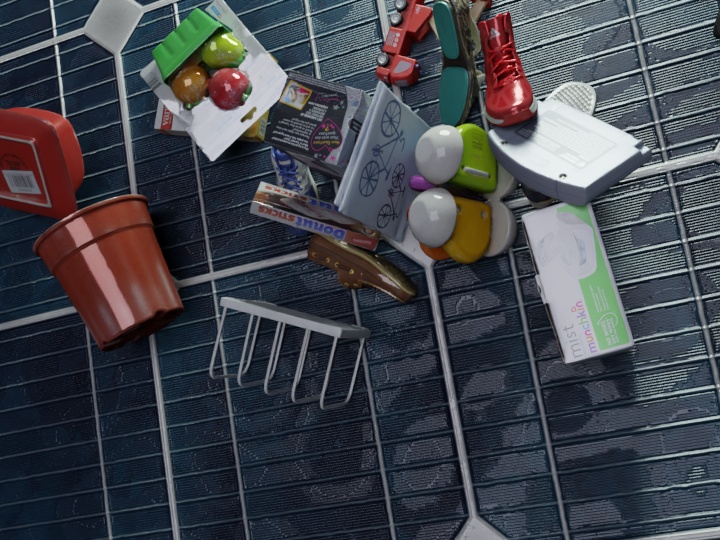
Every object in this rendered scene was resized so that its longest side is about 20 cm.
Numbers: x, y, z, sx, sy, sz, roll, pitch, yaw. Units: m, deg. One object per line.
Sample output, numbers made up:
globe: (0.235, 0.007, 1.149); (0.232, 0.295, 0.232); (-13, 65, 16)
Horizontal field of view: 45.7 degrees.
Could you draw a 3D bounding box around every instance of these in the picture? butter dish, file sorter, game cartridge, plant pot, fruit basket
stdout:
butter dish: (-0.559, -0.210, 1.492); (0.198, 0.148, 0.201); (11, 128, 18)
file sorter: (-0.107, 0.125, 1.299); (0.198, 0.139, 0.126); (13, 90, 19)
game cartridge: (0.266, -0.159, 1.134); (0.133, 0.042, 0.200); (-35, 42, -11)
plant pot: (-0.395, 0.012, 1.389); (0.200, 0.201, 0.197); (-29, 84, 13)
fruit basket: (-0.233, -0.310, 1.387); (0.185, 0.094, 0.200); (-42, 86, 7)

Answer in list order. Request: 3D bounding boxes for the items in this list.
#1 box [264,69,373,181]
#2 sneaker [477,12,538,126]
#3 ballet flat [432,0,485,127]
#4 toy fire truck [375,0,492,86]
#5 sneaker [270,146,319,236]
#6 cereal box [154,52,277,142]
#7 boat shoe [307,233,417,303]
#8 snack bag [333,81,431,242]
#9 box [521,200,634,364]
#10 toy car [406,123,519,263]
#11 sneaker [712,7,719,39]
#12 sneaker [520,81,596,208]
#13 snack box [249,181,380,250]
box: (-0.028, -0.198, 1.271); (0.131, 0.200, 0.116); (21, 92, 24)
sneaker: (0.194, -0.289, 1.203); (0.078, 0.201, 0.116); (-18, 122, 9)
ballet flat: (0.154, -0.317, 1.285); (0.068, 0.075, 0.202); (19, 126, 46)
toy fire truck: (0.116, -0.376, 1.327); (0.140, 0.049, 0.202); (18, 91, 18)
sneaker: (-0.114, -0.155, 1.359); (0.074, 0.088, 0.202); (-8, 83, 15)
cereal box: (-0.246, -0.297, 1.444); (0.198, 0.039, 0.146); (7, 85, 19)
boat shoe: (-0.001, 0.000, 1.316); (0.199, 0.072, 0.068); (34, 100, 25)
snack bag: (0.043, -0.152, 1.251); (0.021, 0.200, 0.190); (18, 88, 30)
box: (0.293, 0.021, 1.154); (0.096, 0.176, 0.202); (-17, 78, 14)
toy car: (0.133, -0.110, 1.251); (0.149, 0.174, 0.202); (0, 83, 55)
sneaker: (0.574, -0.393, 1.164); (0.115, 0.075, 0.201); (29, 93, 17)
sneaker: (0.282, -0.181, 1.241); (0.078, 0.080, 0.201); (21, 66, 22)
snack box: (-0.066, -0.083, 1.305); (0.198, 0.072, 0.024); (17, 119, -5)
